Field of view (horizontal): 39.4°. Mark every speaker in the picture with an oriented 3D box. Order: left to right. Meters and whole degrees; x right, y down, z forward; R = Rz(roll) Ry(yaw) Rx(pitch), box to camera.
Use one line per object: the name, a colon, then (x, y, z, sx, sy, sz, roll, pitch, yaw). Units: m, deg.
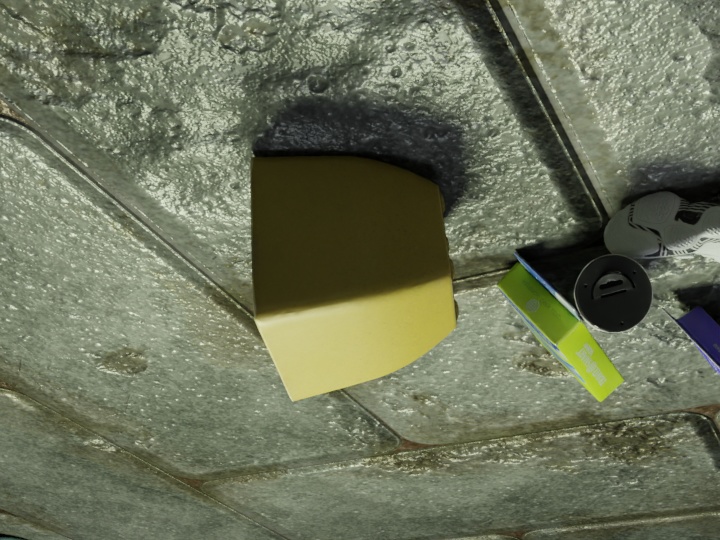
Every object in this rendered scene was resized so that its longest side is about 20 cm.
speaker: (0.277, 0.029, 1.108, 0.080, 0.083, 0.200, -5, 175, 13)

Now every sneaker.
sneaker: (0.368, -0.032, 1.078, 0.197, 0.076, 0.115, -14, 143, 21)

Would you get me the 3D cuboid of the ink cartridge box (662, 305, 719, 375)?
ink cartridge box: (0.478, 0.135, 1.238, 0.043, 0.199, 0.199, -43, 135, 11)

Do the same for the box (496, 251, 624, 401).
box: (0.241, 0.072, 1.221, 0.048, 0.122, 0.200, -43, 138, 2)

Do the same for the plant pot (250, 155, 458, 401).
plant pot: (0.000, 0.000, 1.065, 0.196, 0.198, 0.195, -7, 148, 5)

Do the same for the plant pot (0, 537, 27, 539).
plant pot: (-0.850, 0.721, 2.337, 0.193, 0.198, 0.201, -13, 135, 26)
